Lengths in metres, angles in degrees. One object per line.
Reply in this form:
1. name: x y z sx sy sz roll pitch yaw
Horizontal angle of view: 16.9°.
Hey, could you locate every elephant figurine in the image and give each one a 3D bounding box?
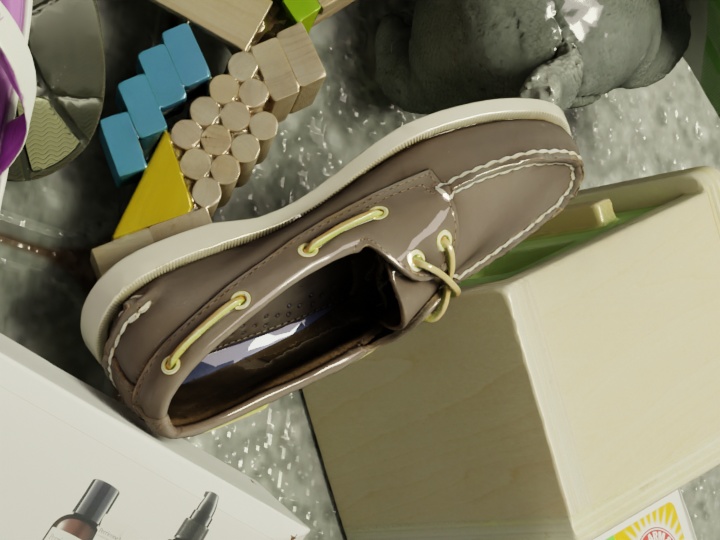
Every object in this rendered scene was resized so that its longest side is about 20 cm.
1. elephant figurine: 0.059 -0.169 0.992 0.141 0.155 0.201 -13 101 -41

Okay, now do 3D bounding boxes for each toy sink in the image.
1. toy sink: 0.090 0.029 1.003 0.199 0.130 0.113 -23 99 -42

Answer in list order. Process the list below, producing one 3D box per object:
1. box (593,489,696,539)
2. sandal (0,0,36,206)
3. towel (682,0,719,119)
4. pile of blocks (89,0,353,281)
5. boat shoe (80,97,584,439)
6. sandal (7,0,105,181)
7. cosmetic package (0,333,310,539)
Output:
1. box: 0.040 0.165 0.948 0.199 0.112 0.102 -23 97 -41
2. sandal: -0.143 -0.064 0.817 0.082 0.050 0.204 -6 103 -30
3. towel: 0.134 -0.165 1.023 0.031 0.149 0.201 -21 62 -7
4. pile of blocks: -0.055 -0.073 0.927 0.082 0.062 0.201 32 77 -2
5. boat shoe: 0.000 0.000 0.876 0.199 0.060 0.072 -23 138 -17
6. sandal: -0.133 -0.134 0.869 0.079 0.057 0.202 -4 105 -25
7. cosmetic package: -0.116 0.075 0.836 0.200 0.051 0.083 33 88 -35
